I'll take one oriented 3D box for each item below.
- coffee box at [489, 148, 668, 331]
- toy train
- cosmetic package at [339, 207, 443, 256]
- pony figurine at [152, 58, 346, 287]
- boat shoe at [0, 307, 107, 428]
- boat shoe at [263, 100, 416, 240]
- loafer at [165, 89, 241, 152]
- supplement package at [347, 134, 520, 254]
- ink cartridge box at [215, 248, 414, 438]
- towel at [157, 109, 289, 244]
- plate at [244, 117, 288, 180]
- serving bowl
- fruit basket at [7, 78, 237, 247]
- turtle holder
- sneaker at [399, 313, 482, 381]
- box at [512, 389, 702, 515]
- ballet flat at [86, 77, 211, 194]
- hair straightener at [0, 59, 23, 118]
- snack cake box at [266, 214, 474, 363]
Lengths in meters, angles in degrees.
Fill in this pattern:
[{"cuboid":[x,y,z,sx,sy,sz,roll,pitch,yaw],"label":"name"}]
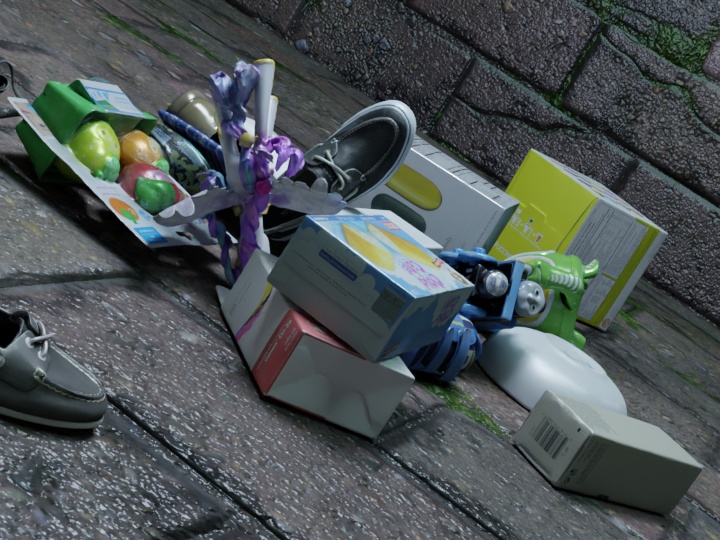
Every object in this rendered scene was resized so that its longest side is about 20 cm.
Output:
[{"cuboid":[0.351,-0.052,2.104,0.197,0.201,0.200,21,16,-38],"label":"coffee box"},{"cuboid":[0.134,0.026,1.435,0.114,0.087,0.200,17,-10,-21],"label":"toy train"},{"cuboid":[0.000,0.000,1.284,0.081,0.113,0.200,35,14,15],"label":"cosmetic package"},{"cuboid":[-0.100,-0.084,1.136,0.166,0.201,0.193,-3,-12,-3],"label":"pony figurine"},{"cuboid":[-0.232,0.033,0.730,0.199,0.057,0.067,27,13,-20],"label":"boat shoe"},{"cuboid":[-0.028,-0.091,1.234,0.072,0.200,0.071,50,18,4],"label":"boat shoe"},{"cuboid":[-0.170,-0.146,1.492,0.068,0.076,0.200,51,7,23],"label":"loafer"},{"cuboid":[0.085,-0.079,1.684,0.200,0.152,0.151,34,13,9],"label":"supplement package"},{"cuboid":[-0.046,0.051,1.076,0.116,0.068,0.200,25,14,-29],"label":"ink cartridge box"},{"cuboid":[-0.135,-0.092,1.382,0.200,0.024,0.145,35,-15,17],"label":"towel"},{"cuboid":[-0.058,-0.089,1.467,0.200,0.032,0.200,52,5,23],"label":"plate"},{"cuboid":[0.237,0.125,1.471,0.200,0.066,0.200,31,12,-8],"label":"serving bowl"},{"cuboid":[-0.217,-0.096,1.179,0.200,0.094,0.185,39,14,15],"label":"fruit basket"},{"cuboid":[0.225,0.043,1.587,0.131,0.142,0.186,12,11,3],"label":"turtle holder"},{"cuboid":[0.078,0.073,1.280,0.082,0.074,0.200,36,14,11],"label":"sneaker"},{"cuboid":[0.254,0.187,1.268,0.200,0.069,0.082,22,16,-39],"label":"box"},{"cuboid":[-0.250,-0.138,1.353,0.200,0.074,0.074,35,13,23],"label":"ballet flat"},{"cuboid":[-0.357,-0.165,1.140,0.041,0.077,0.200,33,12,14],"label":"hair straightener"},{"cuboid":[0.015,0.011,1.069,0.115,0.067,0.200,36,13,14],"label":"snack cake box"}]
